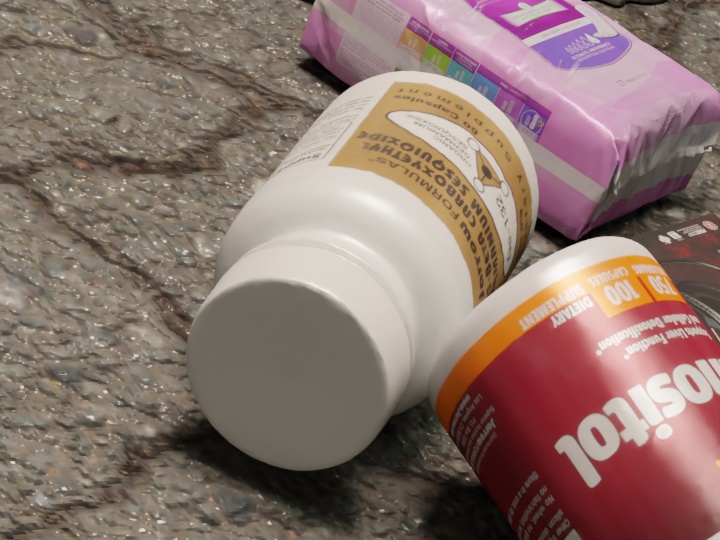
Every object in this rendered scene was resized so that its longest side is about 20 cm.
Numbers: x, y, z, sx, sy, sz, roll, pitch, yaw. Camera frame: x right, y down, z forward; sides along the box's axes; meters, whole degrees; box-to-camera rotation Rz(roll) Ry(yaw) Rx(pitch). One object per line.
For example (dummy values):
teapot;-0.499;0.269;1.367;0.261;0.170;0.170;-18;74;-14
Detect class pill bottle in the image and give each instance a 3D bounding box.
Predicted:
pill bottle;0.000;0.000;1.229;0.114;0.115;0.200;25;31;6
pill bottle;0.122;0.094;1.140;0.113;0.113;0.200;-12;58;-43

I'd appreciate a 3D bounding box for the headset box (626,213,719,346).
headset box;0.176;0.070;1.269;0.200;0.075;0.148;40;35;29

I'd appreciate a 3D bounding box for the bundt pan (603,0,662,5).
bundt pan;0.123;-0.247;1.738;0.201;0.076;0.202;17;30;-10

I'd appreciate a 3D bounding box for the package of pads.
package of pads;0.080;-0.102;1.482;0.200;0.076;0.120;36;30;23
